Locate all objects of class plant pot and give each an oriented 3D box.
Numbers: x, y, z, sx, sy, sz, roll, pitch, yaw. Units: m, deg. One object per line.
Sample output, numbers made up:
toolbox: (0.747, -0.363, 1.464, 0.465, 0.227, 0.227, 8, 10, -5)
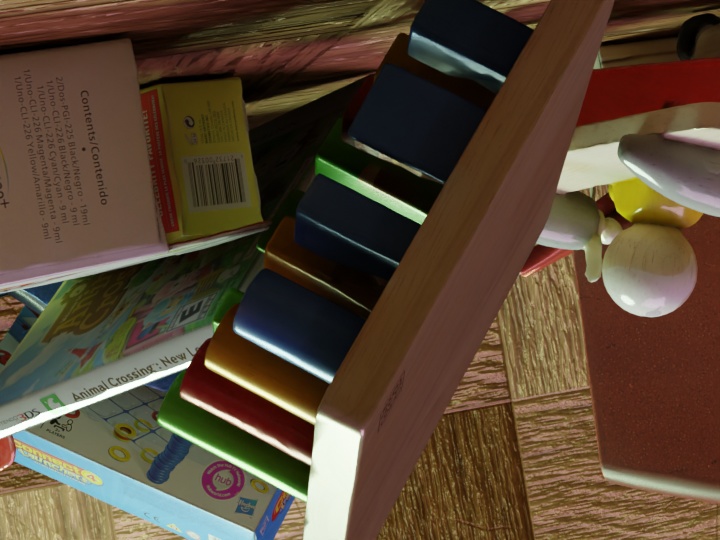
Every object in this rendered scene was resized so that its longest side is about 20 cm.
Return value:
plant pot: (0.220, 0.034, 1.094, 0.175, 0.201, 0.200, -8, 176, 20)

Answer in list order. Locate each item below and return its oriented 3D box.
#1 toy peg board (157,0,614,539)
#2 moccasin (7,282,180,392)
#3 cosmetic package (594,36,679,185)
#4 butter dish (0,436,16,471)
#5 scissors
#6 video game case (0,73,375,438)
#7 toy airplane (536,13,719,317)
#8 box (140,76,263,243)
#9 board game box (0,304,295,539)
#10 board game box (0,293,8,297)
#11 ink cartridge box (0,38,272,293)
toy peg board: (0.000, -0.006, 0.762, 0.097, 0.201, 0.199, 26, 156, 9)
moccasin: (-0.163, -0.004, 1.172, 0.081, 0.200, 0.068, -51, -162, -1)
cosmetic package: (0.208, -0.096, 1.142, 0.199, 0.074, 0.103, -10, 180, -19)
butter dish: (-0.324, 0.071, 1.124, 0.198, 0.201, 0.148, -10, -155, 17)
scissors: (0.089, 0.003, 1.140, 0.199, 0.014, 0.073, -34, 169, 15)
video game case: (-0.087, -0.008, 0.999, 0.181, 0.022, 0.200, -21, -153, 36)
toy airplane: (0.117, -0.047, 0.937, 0.198, 0.142, 0.200, -9, 180, 23)
box: (-0.128, -0.040, 0.983, 0.050, 0.076, 0.199, -8, 180, -41)
board game box: (-0.109, 0.054, 1.241, 0.199, 0.196, 0.056, 22, 150, 11)
board game box: (-0.277, -0.010, 1.413, 0.135, 0.035, 0.200, 4, -167, 31)
ink cartridge box: (-0.151, -0.032, 0.809, 0.175, 0.084, 0.200, -11, -179, -23)
